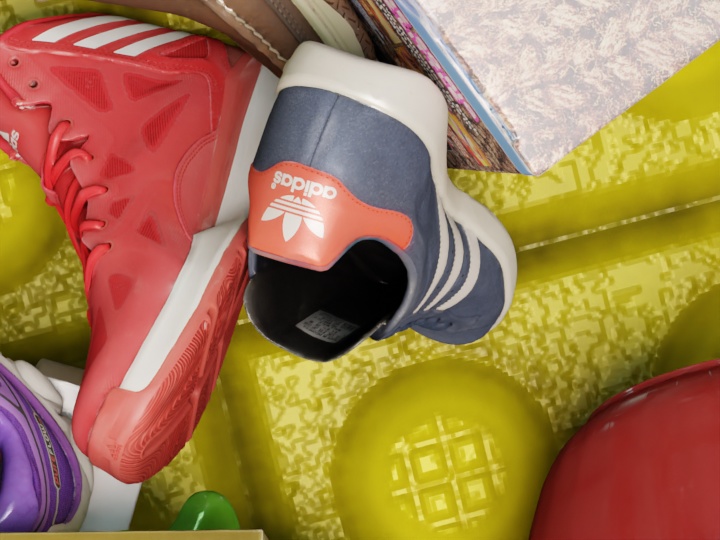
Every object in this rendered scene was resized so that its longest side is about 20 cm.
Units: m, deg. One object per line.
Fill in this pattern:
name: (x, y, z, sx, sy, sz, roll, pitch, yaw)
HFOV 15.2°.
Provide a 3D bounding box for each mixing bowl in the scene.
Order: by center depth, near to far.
mixing bowl: (0.139, 0.096, 0.963, 0.199, 0.200, 0.109, -8, 69, -7)

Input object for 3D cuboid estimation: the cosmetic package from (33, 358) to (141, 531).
cosmetic package: (-0.122, 0.135, 0.969, 0.050, 0.083, 0.201, 16, 90, -8)

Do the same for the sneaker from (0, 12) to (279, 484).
sneaker: (-0.094, -0.015, 0.937, 0.115, 0.200, 0.078, 18, 130, 2)

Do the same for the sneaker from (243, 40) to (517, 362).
sneaker: (0.000, 0.000, 0.924, 0.075, 0.200, 0.085, 16, 73, 21)

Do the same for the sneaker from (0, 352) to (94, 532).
sneaker: (-0.168, 0.018, 0.892, 0.200, 0.083, 0.081, 41, 90, 7)

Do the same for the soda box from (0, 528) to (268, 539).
soda box: (-0.124, 0.120, 0.838, 0.199, 0.064, 0.068, -2, 74, 6)

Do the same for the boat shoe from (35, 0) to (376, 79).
boat shoe: (-0.086, -0.119, 0.922, 0.202, 0.075, 0.075, 44, 85, -12)

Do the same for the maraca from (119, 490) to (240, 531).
maraca: (-0.043, 0.155, 0.946, 0.200, 0.107, 0.137, 43, 71, -46)

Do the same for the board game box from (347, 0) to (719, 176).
board game box: (0.033, -0.124, 0.916, 0.097, 0.200, 0.160, -37, 97, -4)
